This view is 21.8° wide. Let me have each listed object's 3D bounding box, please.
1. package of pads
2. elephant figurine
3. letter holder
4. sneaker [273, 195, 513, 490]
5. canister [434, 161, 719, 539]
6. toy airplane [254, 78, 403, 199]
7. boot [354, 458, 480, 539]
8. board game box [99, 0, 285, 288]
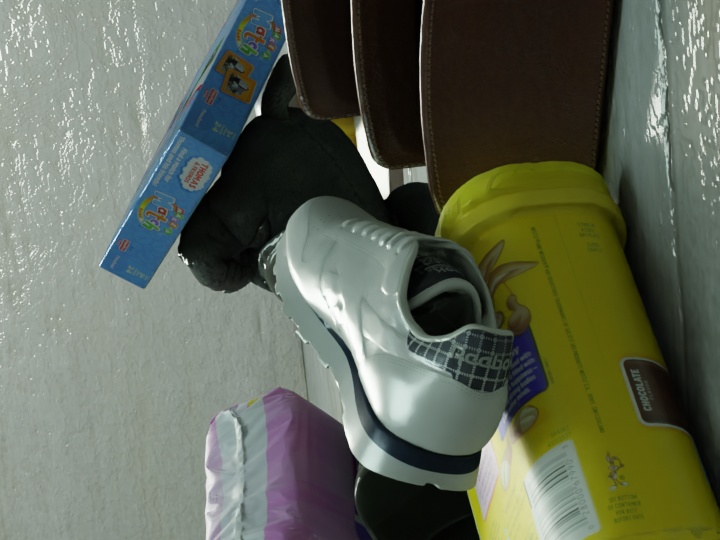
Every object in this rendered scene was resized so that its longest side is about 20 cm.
[{"bbox_3d":[-0.003,0.162,1.064,0.200,0.076,0.121,37,-143,-35],"label":"package of pads"},{"bbox_3d":[0.000,0.000,1.134,0.200,0.142,0.155,37,173,30],"label":"elephant figurine"},{"bbox_3d":[0.037,-0.125,0.873,0.200,0.142,0.101,89,171,-46],"label":"letter holder"},{"bbox_3d":[0.019,0.012,0.830,0.200,0.076,0.081,-123,44,-53],"label":"sneaker"},{"bbox_3d":[0.092,0.073,0.847,0.149,0.086,0.200,100,161,-49],"label":"canister"},{"bbox_3d":[0.001,-0.111,1.248,0.199,0.141,0.200,94,168,-59],"label":"toy airplane"},{"bbox_3d":[0.050,0.136,0.991,0.200,0.069,0.174,61,-177,-13],"label":"boot"},{"bbox_3d":[-0.087,-0.105,1.142,0.151,0.037,0.200,-51,14,51],"label":"board game box"}]
